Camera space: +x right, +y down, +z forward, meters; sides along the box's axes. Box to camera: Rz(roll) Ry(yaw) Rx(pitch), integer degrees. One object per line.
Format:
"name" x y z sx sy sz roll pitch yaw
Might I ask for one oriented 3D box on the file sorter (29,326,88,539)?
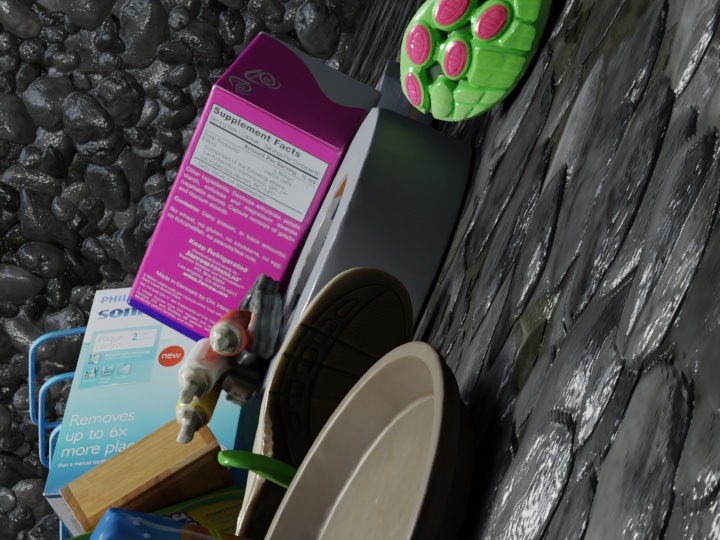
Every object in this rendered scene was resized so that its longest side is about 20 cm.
"file sorter" -0.196 0.155 1.594 0.139 0.122 0.200 101 156 -47

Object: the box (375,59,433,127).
"box" -0.003 -0.040 1.474 0.158 0.048 0.200 -75 10 -60

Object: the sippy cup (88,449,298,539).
"sippy cup" -0.086 0.185 0.970 0.140 0.130 0.178 121 170 -57

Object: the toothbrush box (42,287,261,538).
"toothbrush box" -0.140 0.108 1.472 0.085 0.146 0.200 69 -157 -44

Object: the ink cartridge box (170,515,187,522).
"ink cartridge box" -0.155 0.219 1.074 0.037 0.095 0.200 42 131 40

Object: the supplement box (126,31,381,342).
"supplement box" -0.076 -0.050 1.369 0.200 0.103 0.101 -63 -2 33

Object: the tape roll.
"tape roll" 0.000 0.000 1.214 0.200 0.066 0.201 -158 90 -84

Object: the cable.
"cable" -0.078 0.030 1.232 0.200 0.050 0.097 -85 19 -67

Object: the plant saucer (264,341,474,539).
"plant saucer" -0.005 0.126 0.837 0.200 0.029 0.200 -58 15 26

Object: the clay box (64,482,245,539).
"clay box" -0.139 0.202 1.223 0.200 0.048 0.115 -14 -35 -40

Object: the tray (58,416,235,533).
"tray" -0.126 0.170 1.281 0.099 0.037 0.200 -32 -28 -11

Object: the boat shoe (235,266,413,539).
"boat shoe" -0.026 0.092 1.086 0.065 0.072 0.200 -149 76 -83

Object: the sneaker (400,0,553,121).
"sneaker" 0.089 -0.173 1.117 0.200 0.077 0.084 -61 -10 22
